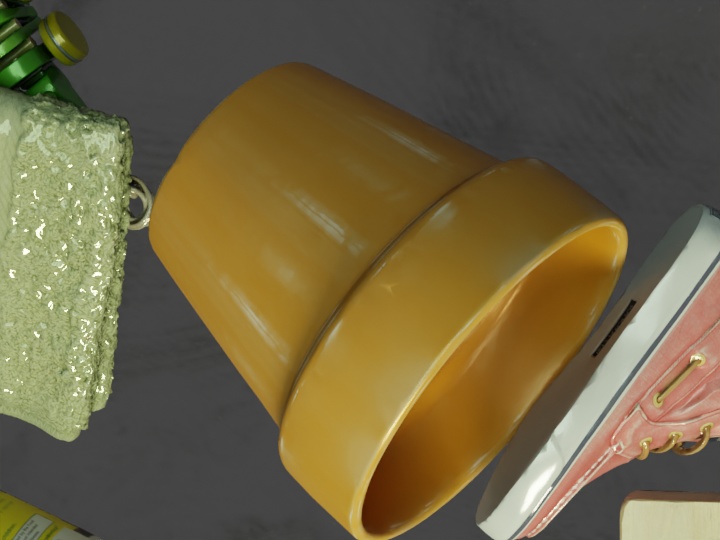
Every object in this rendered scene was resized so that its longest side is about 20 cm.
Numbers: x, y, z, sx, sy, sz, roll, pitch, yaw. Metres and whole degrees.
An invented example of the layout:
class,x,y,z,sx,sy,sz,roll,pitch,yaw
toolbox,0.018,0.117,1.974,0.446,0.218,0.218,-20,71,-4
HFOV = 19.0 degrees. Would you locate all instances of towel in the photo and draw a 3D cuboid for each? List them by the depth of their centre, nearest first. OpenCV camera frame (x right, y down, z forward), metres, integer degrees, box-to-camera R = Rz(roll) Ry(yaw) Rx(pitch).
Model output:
class,x,y,z,sx,sy,sz,roll,pitch,yaw
towel,-0.195,-0.009,1.150,0.148,0.037,0.201,17,120,8

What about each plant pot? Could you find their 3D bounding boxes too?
class,x,y,z,sx,sy,sz,roll,pitch,yaw
plant pot,0.000,0.000,1.066,0.183,0.200,0.201,40,106,19

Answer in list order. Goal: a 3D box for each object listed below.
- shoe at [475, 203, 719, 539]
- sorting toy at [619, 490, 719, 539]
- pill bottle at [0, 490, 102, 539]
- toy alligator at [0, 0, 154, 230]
class,x,y,z,sx,sy,sz,roll,pitch,yaw
shoe,0.148,0.071,1.081,0.091,0.071,0.200,36,94,-8
sorting toy,0.236,0.208,1.101,0.198,0.070,0.201,1,100,12
pill bottle,-0.243,0.159,1.176,0.199,0.109,0.110,24,104,7
toy alligator,-0.176,-0.103,1.145,0.059,0.054,0.200,-34,91,16
